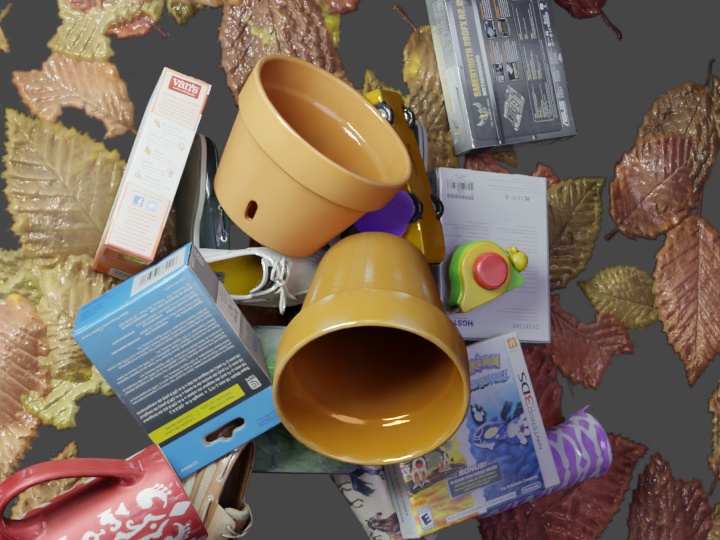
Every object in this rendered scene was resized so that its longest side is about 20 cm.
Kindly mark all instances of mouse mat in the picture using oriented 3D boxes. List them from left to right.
[{"bbox_3d":[-0.098,0.141,1.651,0.197,0.008,0.163,0,82,0],"label":"mouse mat"}]

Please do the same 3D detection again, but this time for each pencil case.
[{"bbox_3d":[0.010,0.228,1.700,0.077,0.089,0.201,-31,98,18],"label":"pencil case"},{"bbox_3d":[0.204,0.229,1.796,0.198,0.084,0.086,-13,65,-28],"label":"pencil case"}]

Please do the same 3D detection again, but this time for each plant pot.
[{"bbox_3d":[-0.063,-0.110,1.599,0.199,0.140,0.201,30,27,-17],"label":"plant pot"},{"bbox_3d":[0.012,0.066,1.561,0.199,0.201,0.184,27,36,-20],"label":"plant pot"}]

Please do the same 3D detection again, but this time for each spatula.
[{"bbox_3d":[0.000,0.000,1.663,0.056,0.021,0.202,27,106,12],"label":"spatula"}]

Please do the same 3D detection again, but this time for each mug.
[{"bbox_3d":[-0.263,0.261,1.486,0.199,0.178,0.134,-30,66,-12],"label":"mug"}]

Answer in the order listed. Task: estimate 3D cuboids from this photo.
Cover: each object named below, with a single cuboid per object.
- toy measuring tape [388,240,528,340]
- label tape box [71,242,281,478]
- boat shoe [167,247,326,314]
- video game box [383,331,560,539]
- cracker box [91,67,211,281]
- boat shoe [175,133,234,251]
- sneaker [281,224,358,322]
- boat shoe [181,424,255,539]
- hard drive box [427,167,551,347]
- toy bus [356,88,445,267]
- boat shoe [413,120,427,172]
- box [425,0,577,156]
[{"bbox_3d":[0.104,0.015,1.698,0.198,0.073,0.074,-24,93,-21],"label":"toy measuring tape"},{"bbox_3d":[-0.180,0.094,1.553,0.143,0.063,0.201,-29,113,10],"label":"label tape box"},{"bbox_3d":[-0.104,0.005,1.605,0.200,0.086,0.076,4,97,-28],"label":"boat shoe"},{"bbox_3d":[0.113,0.182,1.688,0.198,0.047,0.184,-16,86,-28],"label":"video game box"},{"bbox_3d":[-0.222,-0.097,1.598,0.057,0.134,0.202,19,75,-11],"label":"cracker box"},{"bbox_3d":[-0.162,-0.048,1.658,0.065,0.074,0.202,3,82,-27],"label":"boat shoe"},{"bbox_3d":[-0.042,-0.020,1.716,0.090,0.066,0.203,18,78,-25],"label":"sneaker"},{"bbox_3d":[-0.154,0.261,1.595,0.075,0.071,0.203,0,99,-63],"label":"boat shoe"},{"bbox_3d":[0.143,-0.012,1.798,0.154,0.077,0.203,4,81,-25],"label":"hard drive box"},{"bbox_3d":[0.036,-0.097,1.690,0.065,0.078,0.202,-4,75,-62],"label":"toy bus"},{"bbox_3d":[0.044,-0.082,1.763,0.062,0.074,0.203,6,74,-26],"label":"boat shoe"},{"bbox_3d":[0.175,-0.250,1.863,0.157,0.048,0.203,-10,87,-26],"label":"box"}]
